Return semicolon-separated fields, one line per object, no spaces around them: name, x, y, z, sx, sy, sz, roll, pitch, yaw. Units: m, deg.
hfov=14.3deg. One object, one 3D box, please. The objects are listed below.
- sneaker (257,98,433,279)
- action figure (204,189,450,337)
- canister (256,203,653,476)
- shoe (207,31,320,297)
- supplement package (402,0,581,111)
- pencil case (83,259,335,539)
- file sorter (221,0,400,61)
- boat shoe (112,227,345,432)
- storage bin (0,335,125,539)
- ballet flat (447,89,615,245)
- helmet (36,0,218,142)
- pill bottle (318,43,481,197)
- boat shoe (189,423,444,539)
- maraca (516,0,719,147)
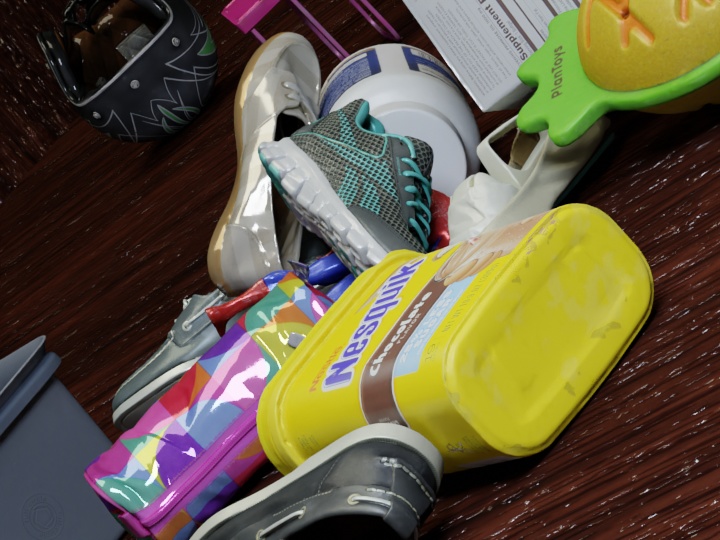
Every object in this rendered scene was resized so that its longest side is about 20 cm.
sneaker;0.014;-0.045;1.794;0.091;0.078;0.200;-36;47;-6
action figure;0.000;0.000;1.852;0.200;0.065;0.052;-30;-31;-3
canister;0.048;0.044;1.487;0.149;0.087;0.200;-50;15;-27
shoe;-0.052;-0.074;1.931;0.053;0.070;0.200;-11;57;39
supplement package;0.106;-0.196;1.829;0.111;0.156;0.200;-38;-9;20
pencil case;-0.078;0.087;1.774;0.200;0.088;0.088;-45;11;-1
file sorter;-0.011;-0.263;2.687;0.200;0.125;0.139;-44;12;1
boat shoe;-0.092;0.041;1.965;0.200;0.062;0.073;-35;-30;14
storage bin;-0.247;0.168;1.923;0.146;0.134;0.200;-28;18;52
ballet flat;0.088;-0.043;1.714;0.069;0.069;0.200;-33;16;43
helmet;-0.257;-0.240;3.292;0.200;0.191;0.200;-34;-19;-14
pill bottle;0.026;-0.088;1.972;0.111;0.111;0.200;-42;11;7
boat shoe;-0.039;0.152;1.435;0.200;0.072;0.068;-39;28;34
maraca;0.173;-0.141;1.645;0.200;0.107;0.137;-28;33;26
